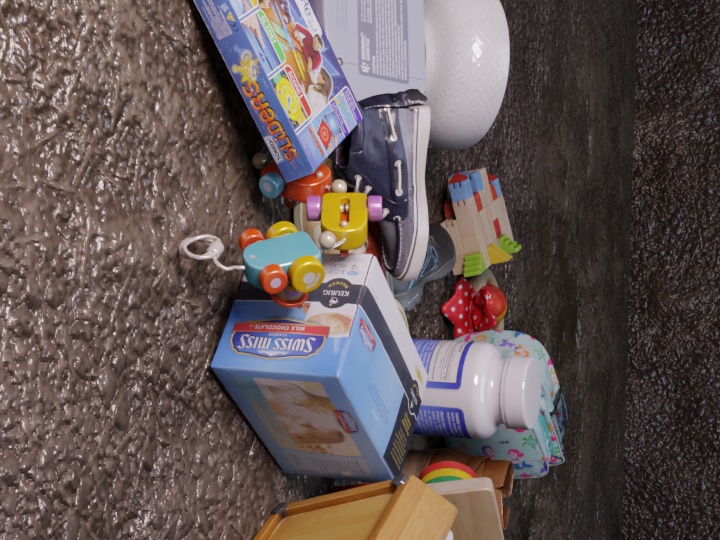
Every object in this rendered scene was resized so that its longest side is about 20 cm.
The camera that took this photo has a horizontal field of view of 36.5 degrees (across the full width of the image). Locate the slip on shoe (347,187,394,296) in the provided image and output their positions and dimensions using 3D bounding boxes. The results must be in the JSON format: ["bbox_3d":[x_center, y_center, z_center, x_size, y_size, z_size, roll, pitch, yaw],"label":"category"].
[{"bbox_3d":[0.000,0.000,1.211,0.060,0.074,0.203,-1,99,-32],"label":"slip on shoe"}]

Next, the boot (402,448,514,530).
[{"bbox_3d":[0.106,0.316,1.342,0.077,0.153,0.202,63,36,-48],"label":"boot"}]

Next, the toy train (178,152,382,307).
[{"bbox_3d":[-0.065,-0.035,0.967,0.200,0.148,0.056,-49,148,-46],"label":"toy train"}]

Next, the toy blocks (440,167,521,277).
[{"bbox_3d":[0.163,-0.083,1.567,0.200,0.099,0.139,-34,110,-62],"label":"toy blocks"}]

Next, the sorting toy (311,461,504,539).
[{"bbox_3d":[0.062,0.300,1.201,0.070,0.196,0.202,-82,161,-57],"label":"sorting toy"}]

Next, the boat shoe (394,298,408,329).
[{"bbox_3d":[0.013,0.128,1.177,0.065,0.071,0.203,-87,-174,-72],"label":"boat shoe"}]

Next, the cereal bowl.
[{"bbox_3d":[0.091,-0.245,1.298,0.082,0.199,0.204,-1,93,-26],"label":"cereal bowl"}]

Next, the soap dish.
[{"bbox_3d":[-0.024,0.268,1.001,0.082,0.198,0.157,63,31,-13],"label":"soap dish"}]

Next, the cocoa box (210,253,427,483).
[{"bbox_3d":[-0.032,0.096,1.033,0.201,0.131,0.133,65,35,-47],"label":"cocoa box"}]

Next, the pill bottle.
[{"bbox_3d":[0.107,0.139,1.282,0.112,0.197,0.114,1,90,-67],"label":"pill bottle"}]

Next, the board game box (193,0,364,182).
[{"bbox_3d":[-0.073,-0.198,0.981,0.202,0.034,0.136,64,31,-17],"label":"board game box"}]

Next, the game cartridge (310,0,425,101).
[{"bbox_3d":[0.008,-0.266,1.159,0.132,0.040,0.203,7,78,-37],"label":"game cartridge"}]

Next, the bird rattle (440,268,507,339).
[{"bbox_3d":[0.179,0.068,1.634,0.201,0.111,0.164,53,30,-36],"label":"bird rattle"}]

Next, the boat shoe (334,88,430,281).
[{"bbox_3d":[0.017,-0.084,1.128,0.091,0.074,0.203,-7,105,-26],"label":"boat shoe"}]

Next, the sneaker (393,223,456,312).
[{"bbox_3d":[0.066,-0.022,1.342,0.200,0.072,0.083,-50,135,-57],"label":"sneaker"}]

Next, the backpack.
[{"bbox_3d":[0.191,0.188,1.518,0.151,0.175,0.202,-61,141,-56],"label":"backpack"}]

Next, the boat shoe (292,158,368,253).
[{"bbox_3d":[-0.025,-0.021,1.132,0.074,0.065,0.203,-32,120,-63],"label":"boat shoe"}]
